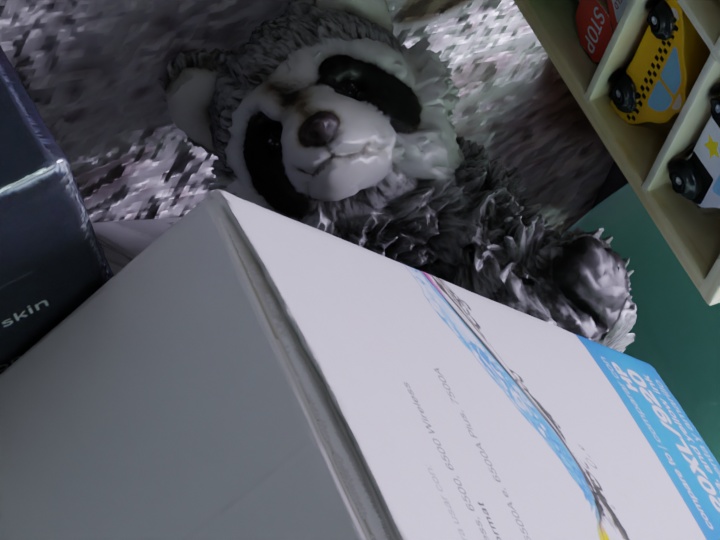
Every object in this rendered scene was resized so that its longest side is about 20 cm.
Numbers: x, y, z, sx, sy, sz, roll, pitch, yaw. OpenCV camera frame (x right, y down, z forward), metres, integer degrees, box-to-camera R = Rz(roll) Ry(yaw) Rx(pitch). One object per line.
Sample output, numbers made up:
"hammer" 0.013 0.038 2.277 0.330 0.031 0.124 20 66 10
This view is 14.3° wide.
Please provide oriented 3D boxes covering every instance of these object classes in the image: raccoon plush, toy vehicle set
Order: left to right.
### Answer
"raccoon plush" 0.000 0.000 0.852 0.097 0.134 0.200 -30 166 -17
"toy vehicle set" 0.104 -0.098 0.767 0.027 0.124 0.200 -17 152 -26

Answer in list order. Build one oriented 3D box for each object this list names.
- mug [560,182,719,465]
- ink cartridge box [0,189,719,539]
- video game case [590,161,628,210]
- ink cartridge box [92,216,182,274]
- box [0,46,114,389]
"mug" 0.137 0.030 0.952 0.152 0.114 0.185 -15 159 -39
"ink cartridge box" 0.001 0.098 0.694 0.147 0.145 0.200 -41 147 20
"video game case" 0.166 -0.054 0.996 0.181 0.026 0.200 -24 164 -14
"ink cartridge box" -0.022 0.080 0.926 0.176 0.045 0.200 -7 109 -41
"box" -0.162 0.019 0.699 0.197 0.117 0.200 -27 156 -6
